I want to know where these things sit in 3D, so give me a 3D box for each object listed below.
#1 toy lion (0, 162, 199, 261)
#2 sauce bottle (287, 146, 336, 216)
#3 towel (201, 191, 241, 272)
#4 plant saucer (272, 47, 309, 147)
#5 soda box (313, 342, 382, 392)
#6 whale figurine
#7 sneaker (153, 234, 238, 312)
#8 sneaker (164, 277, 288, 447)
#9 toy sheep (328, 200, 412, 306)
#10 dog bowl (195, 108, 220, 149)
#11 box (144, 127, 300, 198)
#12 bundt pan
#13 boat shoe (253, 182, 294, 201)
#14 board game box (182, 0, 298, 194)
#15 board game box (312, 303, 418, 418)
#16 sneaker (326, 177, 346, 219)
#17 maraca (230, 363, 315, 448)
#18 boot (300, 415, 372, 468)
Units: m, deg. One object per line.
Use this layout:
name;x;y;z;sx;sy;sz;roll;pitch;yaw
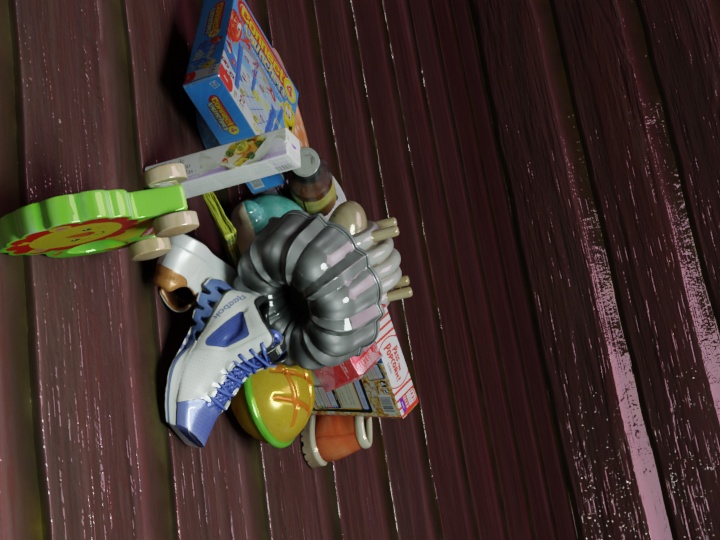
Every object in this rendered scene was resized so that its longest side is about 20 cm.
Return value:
toy lion;-0.268;-0.046;1.285;0.200;0.189;0.070;152;-76;-67
sauce bottle;-0.067;-0.122;1.779;0.200;0.065;0.067;89;-12;-80
towel;-0.163;-0.025;1.669;0.087;0.018;0.201;60;-8;31
plant saucer;-0.122;-0.247;2.031;0.200;0.037;0.203;-17;91;-84
soda box;-0.057;0.050;1.662;0.202;0.069;0.063;60;38;-8
whale figurine;-0.113;-0.031;1.769;0.200;0.102;0.161;-105;172;-67
sneaker;-0.209;0.013;1.585;0.086;0.072;0.200;-66;163;-7
sneaker;-0.148;0.104;1.503;0.081;0.113;0.202;60;40;-58
toy sheep;0.000;0.000;1.813;0.138;0.136;0.203;-54;133;-68
dog bowl;-0.175;-0.197;1.861;0.200;0.049;0.113;26;50;-68
box;-0.168;-0.126;1.571;0.041;0.197;0.039;42;39;-57
bundt pan;-0.072;0.034;1.567;0.076;0.200;0.204;-37;111;-49
boat shoe;-0.090;-0.054;1.913;0.072;0.071;0.202;24;-38;50
board game box;-0.159;-0.247;1.777;0.198;0.055;0.201;-85;153;-44
board game box;-0.031;0.124;1.769;0.046;0.198;0.153;-39;118;-45
sneaker;-0.062;-0.049;2.020;0.072;0.112;0.203;-8;70;-31
maraca;-0.110;0.141;1.673;0.201;0.106;0.138;-78;147;-56
boot;-0.026;0.190;1.896;0.075;0.106;0.202;54;25;-43
